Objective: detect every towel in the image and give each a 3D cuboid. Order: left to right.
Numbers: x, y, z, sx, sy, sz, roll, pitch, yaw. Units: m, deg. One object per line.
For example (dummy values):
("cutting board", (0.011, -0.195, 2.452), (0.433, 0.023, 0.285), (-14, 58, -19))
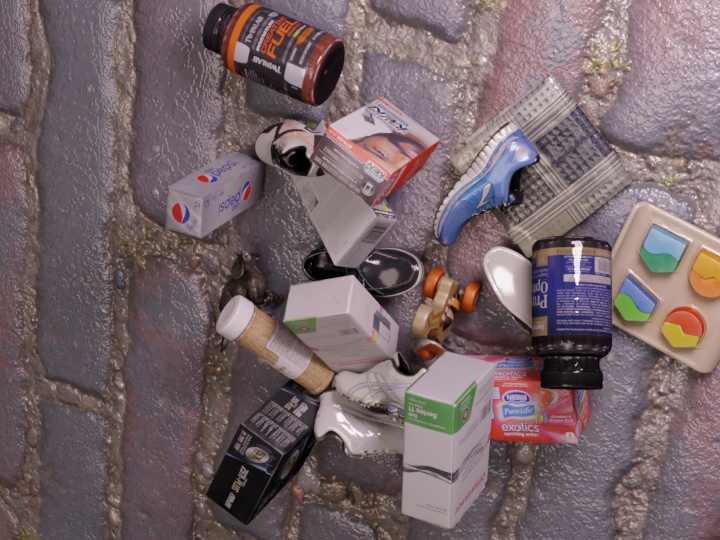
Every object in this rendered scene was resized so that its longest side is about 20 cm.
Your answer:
("towel", (0.250, -0.143, 1.632), (0.199, 0.035, 0.193), (-38, 94, 29))

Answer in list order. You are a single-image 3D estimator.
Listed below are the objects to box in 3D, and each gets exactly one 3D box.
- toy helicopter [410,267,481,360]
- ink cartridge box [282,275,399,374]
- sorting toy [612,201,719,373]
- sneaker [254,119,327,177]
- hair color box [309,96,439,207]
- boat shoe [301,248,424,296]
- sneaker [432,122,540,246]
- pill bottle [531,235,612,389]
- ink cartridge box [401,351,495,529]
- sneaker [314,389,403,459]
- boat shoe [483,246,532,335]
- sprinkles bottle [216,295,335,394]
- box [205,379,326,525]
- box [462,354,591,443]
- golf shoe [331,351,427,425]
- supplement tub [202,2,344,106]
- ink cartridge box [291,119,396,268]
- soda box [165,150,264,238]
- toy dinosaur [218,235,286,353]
("toy helicopter", (0.104, 0.074, 1.679), (0.078, 0.200, 0.134), (21, 100, 15))
("ink cartridge box", (-0.018, 0.092, 1.787), (0.116, 0.068, 0.200), (-9, 144, 27))
("sorting toy", (0.431, 0.027, 1.605), (0.198, 0.036, 0.187), (27, 118, 13))
("sneaker", (-0.102, -0.178, 1.720), (0.199, 0.079, 0.075), (12, 116, 49))
("hair color box", (0.023, -0.169, 1.623), (0.110, 0.200, 0.064), (37, 120, 6))
("boat shoe", (0.000, 0.000, 1.772), (0.198, 0.062, 0.076), (6, 93, 23))
("sneaker", (0.174, -0.104, 1.614), (0.089, 0.079, 0.201), (40, 119, 5))
("pill bottle", (0.289, 0.060, 1.597), (0.110, 0.112, 0.203), (-2, 81, 25))
("ink cartridge box", (0.124, 0.240, 1.653), (0.082, 0.146, 0.203), (12, 114, 25))
("sneaker", (0.017, 0.263, 1.837), (0.198, 0.088, 0.075), (21, 155, 2))
("boat shoe", (0.249, 0.050, 1.684), (0.200, 0.060, 0.074), (43, 78, 3))
("sprinkles bottle", (-0.131, 0.118, 1.836), (0.199, 0.069, 0.068), (35, 123, -22))
("box", (-0.140, 0.283, 1.871), (0.086, 0.200, 0.165), (33, 119, 11))
("box", (0.233, 0.188, 1.724), (0.198, 0.095, 0.101), (-2, 110, 26))
("golf shoe", (0.041, 0.168, 1.769), (0.199, 0.078, 0.099), (15, 95, 42))
("supplement tub", (-0.129, -0.320, 1.690), (0.198, 0.107, 0.108), (24, 118, 14))
("ink cartridge box", (-0.031, -0.115, 1.742), (0.109, 0.050, 0.201), (-49, 53, 31))
("soda box", (-0.216, -0.117, 1.753), (0.063, 0.200, 0.069), (16, 117, 18))
("toy dinosaur", (-0.187, 0.044, 1.888), (0.102, 0.077, 0.201), (41, 127, 19))
